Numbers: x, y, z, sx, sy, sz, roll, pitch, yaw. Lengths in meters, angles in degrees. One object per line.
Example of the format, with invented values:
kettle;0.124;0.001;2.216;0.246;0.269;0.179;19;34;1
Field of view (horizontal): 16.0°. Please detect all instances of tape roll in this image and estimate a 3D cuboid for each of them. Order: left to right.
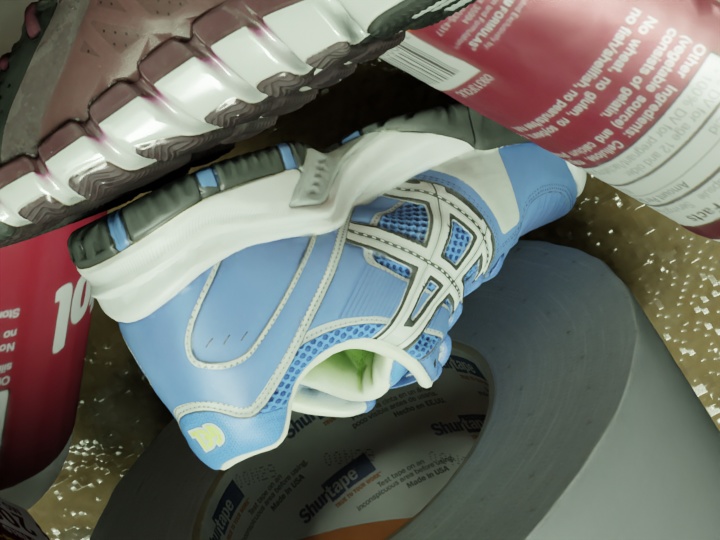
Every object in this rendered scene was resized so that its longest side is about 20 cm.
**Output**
tape roll;0.010;0.080;0.770;0.200;0.201;0.066;-28;116;14

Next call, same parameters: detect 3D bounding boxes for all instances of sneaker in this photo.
sneaker;-0.053;-0.089;0.653;0.200;0.076;0.116;-28;88;19
sneaker;0.000;0.000;0.742;0.076;0.200;0.077;-24;87;44

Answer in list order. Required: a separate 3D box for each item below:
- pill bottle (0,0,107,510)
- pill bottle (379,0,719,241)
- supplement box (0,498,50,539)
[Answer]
pill bottle;-0.137;0.008;0.778;0.112;0.113;0.201;9;120;-6
pill bottle;0.092;-0.078;0.729;0.199;0.114;0.114;27;116;-16
supplement box;-0.096;0.118;0.662;0.061;0.200;0.109;-53;135;4
